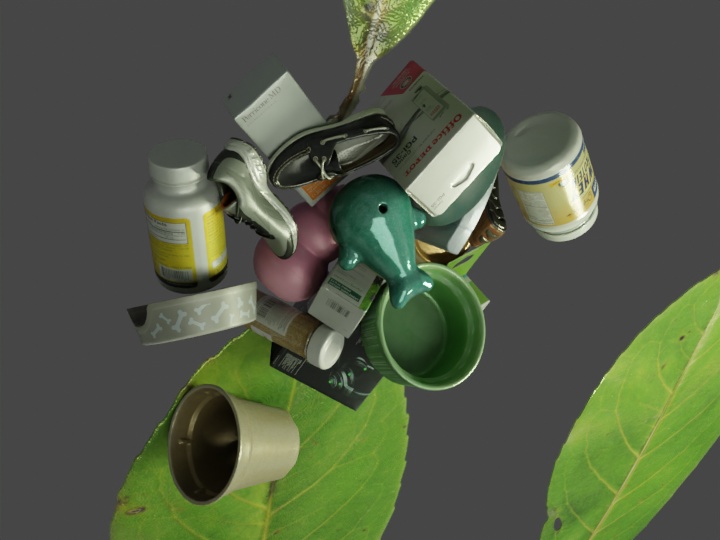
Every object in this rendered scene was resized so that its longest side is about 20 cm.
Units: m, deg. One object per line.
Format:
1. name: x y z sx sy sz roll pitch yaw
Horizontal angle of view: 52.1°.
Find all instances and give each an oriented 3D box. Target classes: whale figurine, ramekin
1. whale figurine: 0.038 -0.047 1.087 0.157 0.202 0.104 -28 178 -17
2. ramekin: 0.096 0.095 1.203 0.197 0.097 0.204 5 78 -25

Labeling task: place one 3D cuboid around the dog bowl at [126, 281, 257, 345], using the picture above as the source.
1. dog bowl: -0.246 0.064 1.108 0.197 0.200 0.060 -13 91 -20

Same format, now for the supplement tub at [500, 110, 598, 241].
1. supplement tub: 0.337 -0.161 1.297 0.144 0.145 0.201 -36 134 1

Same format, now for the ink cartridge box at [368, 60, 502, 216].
1. ink cartridge box: 0.094 -0.199 1.091 0.147 0.201 0.082 -47 132 11

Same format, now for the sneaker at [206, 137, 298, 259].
1. sneaker: -0.154 -0.088 1.042 0.080 0.073 0.202 -50 133 -25

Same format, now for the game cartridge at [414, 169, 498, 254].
1. game cartridge: 0.153 -0.133 1.168 0.040 0.132 0.203 19 93 -37

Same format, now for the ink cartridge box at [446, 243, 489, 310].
1. ink cartridge box: 0.176 0.054 1.352 0.147 0.076 0.201 -25 156 -42

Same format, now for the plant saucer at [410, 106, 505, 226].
1. plant saucer: 0.134 -0.169 1.139 0.038 0.202 0.202 24 111 -33

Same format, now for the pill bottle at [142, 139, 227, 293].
1. pill bottle: -0.250 -0.077 1.053 0.109 0.112 0.203 -13 130 -20

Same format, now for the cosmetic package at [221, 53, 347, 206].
1. cosmetic package: -0.098 -0.199 1.072 0.101 0.072 0.200 -40 133 4

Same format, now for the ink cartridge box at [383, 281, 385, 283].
1. ink cartridge box: 0.054 0.015 1.339 0.107 0.051 0.202 6 120 -32

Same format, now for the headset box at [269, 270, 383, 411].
1. headset box: -0.032 0.125 1.292 0.198 0.093 0.175 29 112 -17

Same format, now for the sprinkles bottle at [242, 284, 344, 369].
1. sprinkles bottle: -0.121 0.089 1.191 0.068 0.198 0.069 -39 141 -40

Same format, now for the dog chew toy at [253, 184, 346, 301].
1. dog chew toy: -0.080 -0.051 1.170 0.201 0.124 0.124 -51 132 3

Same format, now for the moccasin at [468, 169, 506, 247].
1. moccasin: 0.189 -0.130 1.212 0.073 0.205 0.077 19 142 -40

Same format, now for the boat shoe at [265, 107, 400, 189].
1. boat shoe: -0.037 -0.162 1.042 0.197 0.061 0.075 -24 138 -10

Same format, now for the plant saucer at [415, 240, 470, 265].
1. plant saucer: 0.137 -0.084 1.273 0.197 0.035 0.204 -9 108 -29

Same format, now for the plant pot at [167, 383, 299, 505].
1. plant pot: -0.217 0.314 1.336 0.182 0.201 0.202 16 117 -49

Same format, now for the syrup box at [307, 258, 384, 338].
1. syrup box: 0.000 0.000 1.169 0.078 0.201 0.082 31 139 0
